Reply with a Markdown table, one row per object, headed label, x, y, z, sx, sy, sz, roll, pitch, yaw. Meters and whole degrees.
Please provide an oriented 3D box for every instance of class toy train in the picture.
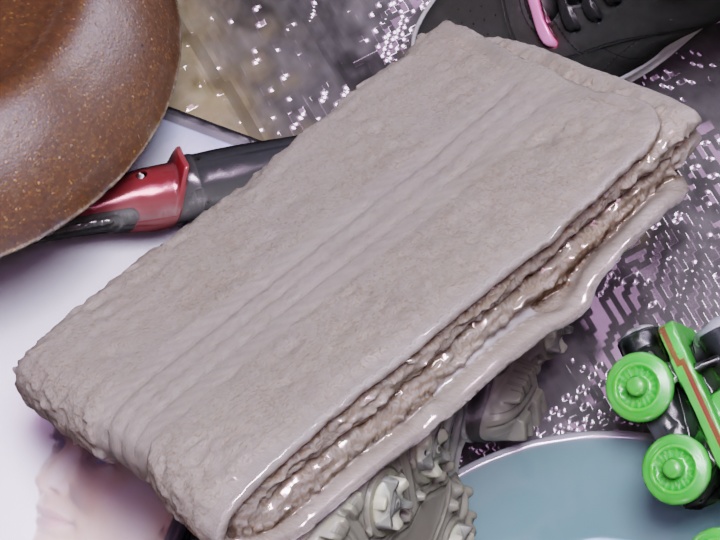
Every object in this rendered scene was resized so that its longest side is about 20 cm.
| label | x | y | z | sx | sy | sz | roll | pitch | yaw |
| --- | --- | --- | --- | --- | --- | --- | --- | --- | --- |
| toy train | 0.136 | 0.101 | 0.805 | 0.056 | 0.042 | 0.201 | -27 | 74 | 17 |

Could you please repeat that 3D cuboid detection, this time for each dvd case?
| label | x | y | z | sx | sy | sz | roll | pitch | yaw |
| --- | --- | --- | --- | --- | --- | --- | --- | --- | --- |
| dvd case | -0.109 | 0.030 | 0.862 | 0.142 | 0.018 | 0.201 | 20 | 72 | 5 |

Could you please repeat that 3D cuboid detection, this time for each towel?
| label | x | y | z | sx | sy | sz | roll | pitch | yaw |
| --- | --- | --- | --- | --- | --- | --- | --- | --- | --- |
| towel | 0.000 | 0.000 | 0.792 | 0.200 | 0.035 | 0.132 | -38 | 35 | -18 |

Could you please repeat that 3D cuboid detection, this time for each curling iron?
| label | x | y | z | sx | sy | sz | roll | pitch | yaw |
| --- | --- | --- | --- | --- | --- | --- | --- | --- | --- |
| curling iron | -0.067 | -0.035 | 0.860 | 0.199 | 0.026 | 0.050 | -7 | 70 | -6 |

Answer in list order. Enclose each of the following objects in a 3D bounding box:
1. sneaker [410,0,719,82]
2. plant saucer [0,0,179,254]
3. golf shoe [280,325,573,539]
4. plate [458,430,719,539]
| label | x | y | z | sx | sy | sz | roll | pitch | yaw |
| --- | --- | --- | --- | --- | --- | --- | --- | --- | --- |
| sneaker | 0.090 | -0.109 | 0.839 | 0.199 | 0.099 | 0.071 | -18 | 77 | 24 |
| plant saucer | -0.159 | -0.084 | 0.848 | 0.200 | 0.037 | 0.201 | 1 | 52 | -1 |
| golf shoe | -0.008 | 0.055 | 0.812 | 0.097 | 0.079 | 0.200 | 8 | 39 | 23 |
| plate | 0.081 | 0.150 | 0.828 | 0.199 | 0.026 | 0.201 | 1 | 73 | -2 |
